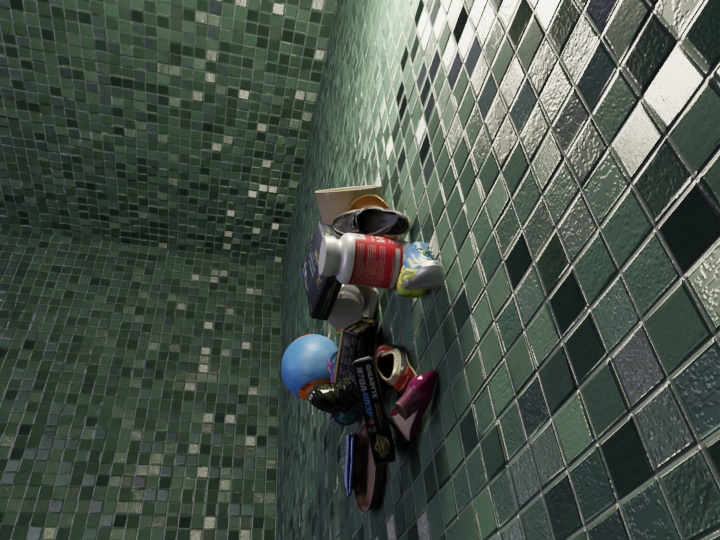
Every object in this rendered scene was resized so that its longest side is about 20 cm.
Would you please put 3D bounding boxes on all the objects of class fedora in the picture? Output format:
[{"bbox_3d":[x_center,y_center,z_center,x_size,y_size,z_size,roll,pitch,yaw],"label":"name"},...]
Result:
[{"bbox_3d":[0.005,-0.087,1.436,0.198,0.081,0.206,13,108,44],"label":"fedora"}]

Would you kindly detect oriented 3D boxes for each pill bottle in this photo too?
[{"bbox_3d":[-0.050,0.070,1.578,0.201,0.113,0.118,-102,23,-65],"label":"pill bottle"},{"bbox_3d":[0.010,-0.021,1.301,0.112,0.195,0.115,-173,90,-76],"label":"pill bottle"}]

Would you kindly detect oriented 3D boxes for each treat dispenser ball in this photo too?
[{"bbox_3d":[-0.149,0.303,1.829,0.201,0.196,0.207,-173,90,-77],"label":"treat dispenser ball"}]

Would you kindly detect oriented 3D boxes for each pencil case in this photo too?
[{"bbox_3d":[-0.047,0.322,1.620,0.202,0.090,0.086,-101,22,-50],"label":"pencil case"}]

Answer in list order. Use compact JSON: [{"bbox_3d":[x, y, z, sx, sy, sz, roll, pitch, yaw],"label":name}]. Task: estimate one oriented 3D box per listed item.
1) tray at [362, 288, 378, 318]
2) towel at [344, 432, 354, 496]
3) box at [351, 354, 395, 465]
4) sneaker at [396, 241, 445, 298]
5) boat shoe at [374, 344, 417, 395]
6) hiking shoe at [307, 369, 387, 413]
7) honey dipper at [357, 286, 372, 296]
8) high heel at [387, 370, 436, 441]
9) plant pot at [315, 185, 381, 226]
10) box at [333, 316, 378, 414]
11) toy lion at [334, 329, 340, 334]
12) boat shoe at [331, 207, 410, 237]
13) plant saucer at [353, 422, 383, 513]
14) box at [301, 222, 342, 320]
[{"bbox_3d":[0.019,0.061,1.609,0.201,0.022,0.110,-113,31,-64],"label":"tray"},{"bbox_3d":[-0.029,0.497,1.515,0.200,0.023,0.151,94,178,-76],"label":"towel"},{"bbox_3d":[0.027,0.280,1.203,0.159,0.045,0.205,73,-177,-83],"label":"box"},{"bbox_3d":[0.112,-0.014,1.127,0.200,0.074,0.108,136,139,-71],"label":"sneaker"},{"bbox_3d":[0.062,0.199,1.231,0.072,0.062,0.200,-58,18,6],"label":"boat shoe"},{"bbox_3d":[-0.025,0.258,1.324,0.076,0.196,0.103,51,134,50],"label":"hiking shoe"},{"bbox_3d":[0.000,0.000,1.433,0.201,0.037,0.039,75,-168,-58],"label":"honey dipper"},{"bbox_3d":[0.107,0.264,1.128,0.067,0.096,0.201,43,158,18],"label":"high heel"},{"bbox_3d":[-0.023,-0.122,1.603,0.187,0.182,0.206,-143,46,-75],"label":"plant pot"},{"bbox_3d":[-0.014,0.231,1.451,0.159,0.048,0.205,-18,-61,-67],"label":"box"},{"bbox_3d":[-0.058,0.104,1.855,0.200,0.067,0.197,151,117,-74],"label":"toy lion"},{"bbox_3d":[0.014,-0.110,1.337,0.066,0.195,0.077,26,-107,-63],"label":"boat shoe"},{"bbox_3d":[0.020,0.466,1.391,0.200,0.031,0.206,-174,90,-77],"label":"plant saucer"},{"bbox_3d":[-0.096,0.000,1.491,0.202,0.050,0.160,-109,36,-50],"label":"box"}]
